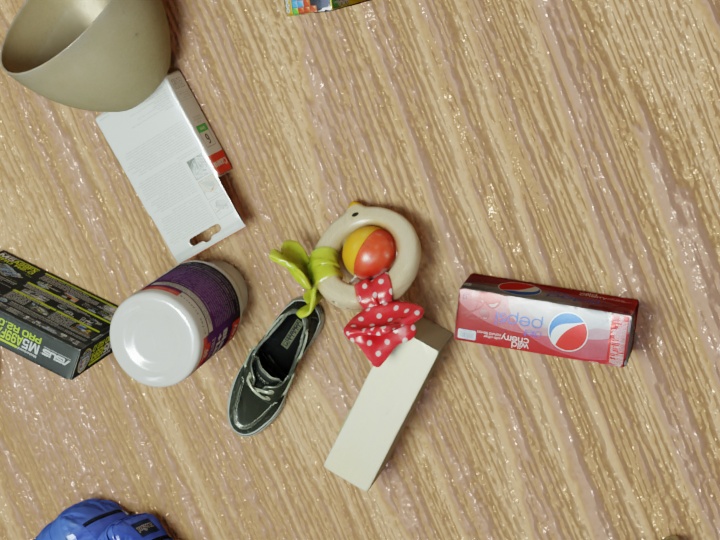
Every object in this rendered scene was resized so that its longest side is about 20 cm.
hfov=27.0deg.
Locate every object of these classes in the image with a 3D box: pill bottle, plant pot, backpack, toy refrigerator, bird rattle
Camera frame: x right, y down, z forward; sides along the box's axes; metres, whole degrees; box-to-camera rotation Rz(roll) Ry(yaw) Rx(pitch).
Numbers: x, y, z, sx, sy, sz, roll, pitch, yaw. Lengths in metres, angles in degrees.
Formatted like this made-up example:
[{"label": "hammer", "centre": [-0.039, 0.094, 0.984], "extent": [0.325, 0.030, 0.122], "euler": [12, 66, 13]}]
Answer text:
[{"label": "pill bottle", "centre": [-0.202, 0.053, 1.745], "extent": [0.110, 0.200, 0.113], "euler": [4, 106, 16]}, {"label": "plant pot", "centre": [-0.294, -0.261, 1.715], "extent": [0.199, 0.202, 0.134], "euler": [-30, 129, 22]}, {"label": "backpack", "centre": [-0.313, 0.381, 1.892], "extent": [0.200, 0.162, 0.168], "euler": [46, 103, 15]}, {"label": "toy refrigerator", "centre": [0.029, 0.151, 1.767], "extent": [0.069, 0.076, 0.202], "euler": [28, 111, 8]}, {"label": "bird rattle", "centre": [0.000, 0.000, 1.696], "extent": [0.199, 0.113, 0.164], "euler": [22, 72, 39]}]

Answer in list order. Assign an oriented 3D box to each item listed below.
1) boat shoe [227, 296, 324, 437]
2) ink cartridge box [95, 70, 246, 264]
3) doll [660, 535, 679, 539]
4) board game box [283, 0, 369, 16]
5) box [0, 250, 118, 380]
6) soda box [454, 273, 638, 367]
[{"label": "boat shoe", "centre": [-0.113, 0.121, 1.808], "extent": [0.070, 0.064, 0.201], "euler": [31, 111, 7]}, {"label": "ink cartridge box", "centre": [-0.218, -0.122, 1.785], "extent": [0.108, 0.050, 0.202], "euler": [-27, 96, 21]}, {"label": "doll", "centre": [0.383, 0.409, 1.726], "extent": [0.135, 0.048, 0.202], "euler": [-26, 95, -14]}, {"label": "board game box", "centre": [-0.032, -0.363, 1.584], "extent": [0.056, 0.200, 0.168], "euler": [-2, 104, 19]}, {"label": "box", "centre": [-0.396, 0.051, 1.825], "extent": [0.198, 0.160, 0.045], "euler": [25, 109, 8]}, {"label": "soda box", "centre": [0.209, 0.056, 1.690], "extent": [0.197, 0.070, 0.064], "euler": [10, 106, 15]}]
